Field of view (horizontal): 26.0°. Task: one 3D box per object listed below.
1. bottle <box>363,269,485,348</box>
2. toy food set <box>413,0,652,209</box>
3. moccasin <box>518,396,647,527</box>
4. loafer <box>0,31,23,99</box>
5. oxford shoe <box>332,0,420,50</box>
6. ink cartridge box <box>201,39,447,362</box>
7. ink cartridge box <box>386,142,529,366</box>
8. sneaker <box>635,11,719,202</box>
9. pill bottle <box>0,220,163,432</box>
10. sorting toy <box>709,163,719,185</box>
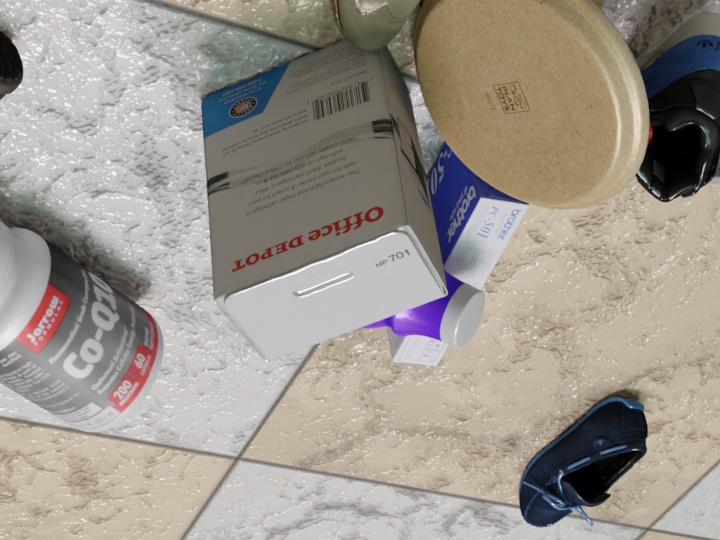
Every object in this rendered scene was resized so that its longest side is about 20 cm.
[{"bbox_3d":[0.000,0.000,1.203,0.198,0.065,0.084,23,137,24],"label":"bottle"},{"bbox_3d":[0.116,-0.132,1.086,0.201,0.049,0.197,54,144,-7],"label":"toy food set"},{"bbox_3d":[0.217,0.205,1.560,0.079,0.069,0.201,9,137,-20],"label":"moccasin"},{"bbox_3d":[-0.327,-0.146,1.043,0.198,0.074,0.071,22,130,-31],"label":"loafer"},{"bbox_3d":[0.027,-0.214,1.032,0.069,0.075,0.201,4,138,-16],"label":"oxford shoe"},{"bbox_3d":[-0.029,-0.056,1.108,0.145,0.202,0.086,-20,139,13],"label":"ink cartridge box"},{"bbox_3d":[0.070,-0.022,1.249,0.044,0.095,0.201,7,138,-19],"label":"ink cartridge box"},{"bbox_3d":[0.210,-0.094,1.142,0.076,0.112,0.200,30,152,-10],"label":"sneaker"},{"bbox_3d":[-0.260,0.038,1.239,0.113,0.115,0.200,-29,137,22],"label":"pill bottle"},{"bbox_3d":[0.349,-0.148,1.175,0.178,0.107,0.201,-17,143,-21],"label":"sorting toy"}]
